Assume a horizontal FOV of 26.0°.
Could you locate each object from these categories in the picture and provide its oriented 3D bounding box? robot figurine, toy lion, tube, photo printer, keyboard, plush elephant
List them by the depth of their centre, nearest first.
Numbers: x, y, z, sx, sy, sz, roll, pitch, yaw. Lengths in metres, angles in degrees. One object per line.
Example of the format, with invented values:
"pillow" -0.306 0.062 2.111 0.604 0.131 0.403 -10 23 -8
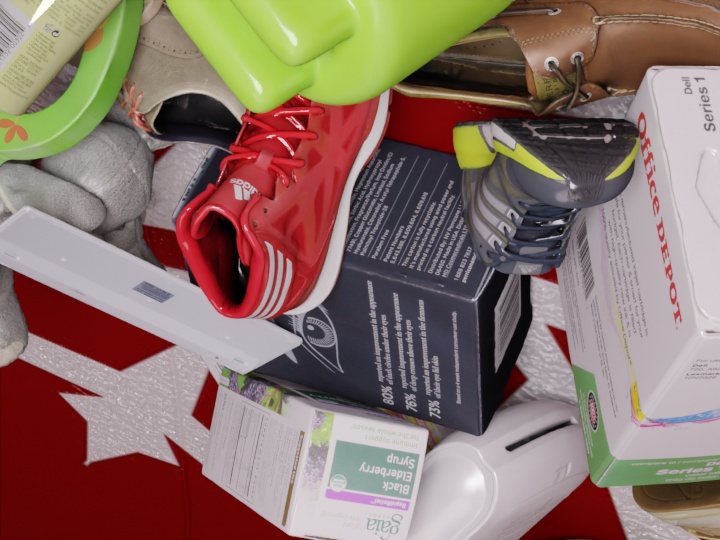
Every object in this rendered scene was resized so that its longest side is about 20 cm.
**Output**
"robot figurine" 0.012 -0.151 0.695 0.116 0.200 0.175 50 147 4
"tube" -0.136 -0.171 0.815 0.052 0.200 0.058 49 -165 31
"toy lion" -0.233 -0.118 0.895 0.199 0.193 0.069 16 176 15
"keyboard" -0.127 0.014 0.924 0.200 0.011 0.056 28 135 -33
"plush elephant" -0.179 -0.044 0.980 0.154 0.165 0.201 15 135 38
"photo printer" 0.067 0.166 1.064 0.200 0.166 0.070 -48 70 28

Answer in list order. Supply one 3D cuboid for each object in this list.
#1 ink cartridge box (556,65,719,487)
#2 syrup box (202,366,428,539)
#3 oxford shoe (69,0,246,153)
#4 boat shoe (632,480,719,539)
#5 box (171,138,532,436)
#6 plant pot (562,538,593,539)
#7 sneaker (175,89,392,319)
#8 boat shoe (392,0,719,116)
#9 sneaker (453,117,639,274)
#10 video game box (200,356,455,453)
"ink cartridge box" 0.170 0.009 0.803 0.084 0.145 0.200 -1 153 -8
"syrup box" -0.034 0.119 1.012 0.078 0.082 0.200 12 179 -21
"oxford shoe" -0.128 -0.121 0.926 0.199 0.075 0.071 18 146 13
"boat shoe" 0.278 0.140 1.012 0.199 0.074 0.066 -4 148 40
"box" 0.000 0.000 0.974 0.199 0.105 0.148 16 145 17
"plant pot" 0.170 0.293 1.201 0.199 0.200 0.143 6 115 28
"sneaker" -0.039 -0.066 0.828 0.078 0.115 0.201 8 100 17
"boat shoe" 0.102 -0.108 0.794 0.199 0.068 0.072 5 138 28
"sneaker" 0.093 -0.037 0.797 0.074 0.081 0.200 0 -176 -5
"video game box" -0.005 0.116 1.183 0.182 0.047 0.200 6 141 31
